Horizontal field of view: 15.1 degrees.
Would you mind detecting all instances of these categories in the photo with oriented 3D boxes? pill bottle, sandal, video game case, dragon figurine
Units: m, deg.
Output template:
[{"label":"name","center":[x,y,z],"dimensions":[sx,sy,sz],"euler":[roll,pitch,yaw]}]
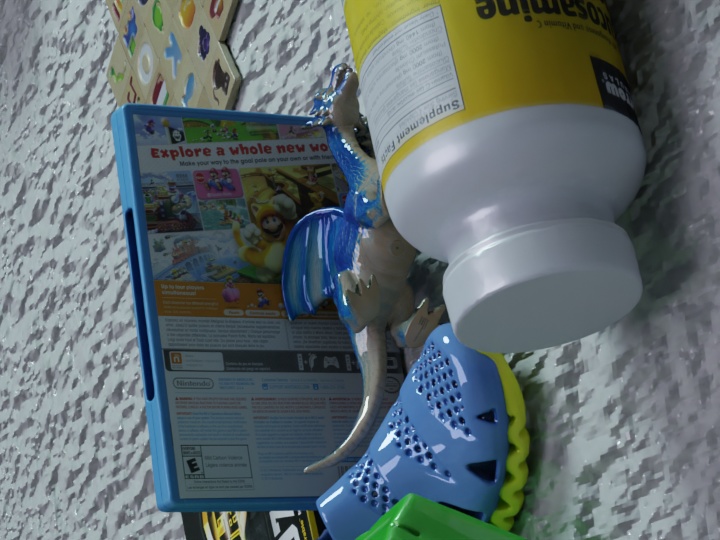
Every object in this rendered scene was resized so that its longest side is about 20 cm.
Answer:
[{"label":"pill bottle","center":[0.058,-0.072,1.151],"dimensions":[0.112,0.111,0.201],"euler":[131,133,-54]},{"label":"sandal","center":[0.019,0.113,1.268],"dimensions":[0.080,0.087,0.201],"euler":[-123,42,-51]},{"label":"video game case","center":[-0.046,0.018,1.333],"dimensions":[0.018,0.143,0.201],"euler":[-30,63,53]},{"label":"dragon figurine","center":[0.000,0.000,1.318],"dimensions":[0.099,0.059,0.201],"euler":[1,82,64]}]

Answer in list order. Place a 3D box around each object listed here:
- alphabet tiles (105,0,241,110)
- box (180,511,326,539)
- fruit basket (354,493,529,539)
[{"label":"alphabet tiles","center":[-0.115,-0.140,1.637],"dimensions":[0.200,0.006,0.167],"euler":[-115,35,-42]},{"label":"box","center":[-0.047,0.117,1.450],"dimensions":[0.160,0.049,0.201],"euler":[-50,46,51]},{"label":"fruit basket","center":[0.040,0.227,1.196],"dimensions":[0.156,0.215,0.216],"euler":[-60,-1,-44]}]
